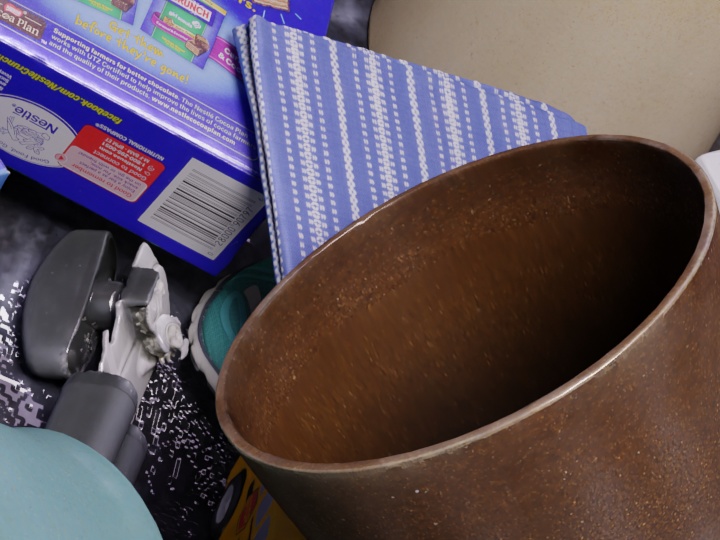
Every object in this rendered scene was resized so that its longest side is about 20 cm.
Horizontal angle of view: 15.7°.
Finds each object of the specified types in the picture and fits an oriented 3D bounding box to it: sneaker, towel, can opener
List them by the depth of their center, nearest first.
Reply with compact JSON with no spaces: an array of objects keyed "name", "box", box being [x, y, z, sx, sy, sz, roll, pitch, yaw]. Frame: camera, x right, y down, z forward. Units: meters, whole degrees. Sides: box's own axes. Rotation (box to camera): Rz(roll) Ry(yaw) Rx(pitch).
[{"name":"can opener","box":[-0.116,0.067,1.044,0.066,0.053,0.201,1,44,12]},{"name":"towel","box":[0.033,-0.021,1.092,0.199,0.024,0.146,14,56,-39]},{"name":"sneaker","box":[0.000,0.000,1.142,0.078,0.080,0.200,47,45,9]}]

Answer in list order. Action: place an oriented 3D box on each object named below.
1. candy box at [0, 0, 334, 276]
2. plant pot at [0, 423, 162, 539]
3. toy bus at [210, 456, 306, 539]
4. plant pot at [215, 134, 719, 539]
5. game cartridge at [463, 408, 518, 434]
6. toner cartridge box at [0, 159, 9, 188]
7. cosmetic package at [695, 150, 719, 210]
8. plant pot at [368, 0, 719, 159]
[{"name":"candy box","box":[-0.098,-0.125,1.114,0.168,0.077,0.201,28,48,-18]},{"name":"plant pot","box":[-0.164,0.127,0.858,0.187,0.200,0.201,-1,53,-56]},{"name":"toy bus","box":[-0.020,0.126,1.001,0.065,0.079,0.200,26,30,-12]},{"name":"plant pot","box":[0.074,0.088,0.930,0.201,0.186,0.187,63,37,-26]},{"name":"game cartridge","box":[0.094,0.073,1.108,0.199,0.133,0.042,15,92,-32]},{"name":"toner cartridge box","box":[-0.234,0.000,0.980,0.199,0.095,0.043,-23,69,-42]},{"name":"cosmetic package","box":[0.202,0.049,1.217,0.074,0.102,0.201,-10,62,-36]},{"name":"plant pot","box":[0.131,-0.148,1.260,0.186,0.200,0.188,18,47,-20]}]
